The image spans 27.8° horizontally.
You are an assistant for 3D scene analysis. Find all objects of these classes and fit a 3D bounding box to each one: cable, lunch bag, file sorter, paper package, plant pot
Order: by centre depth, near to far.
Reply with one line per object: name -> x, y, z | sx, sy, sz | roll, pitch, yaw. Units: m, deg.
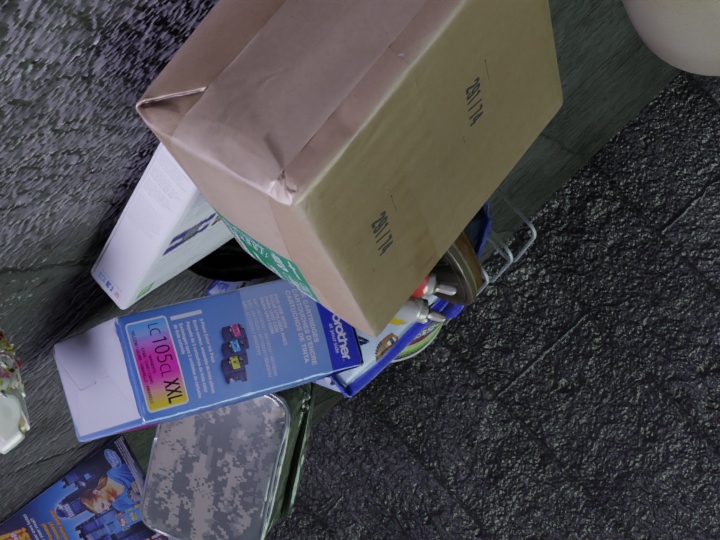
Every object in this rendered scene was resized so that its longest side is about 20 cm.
paper package -> 0.005, -0.088, 0.745 | 0.191, 0.103, 0.200 | -51, 159, -8
cable -> -0.026, 0.002, 1.070 | 0.200, 0.050, 0.097 | 7, 154, -15
lunch bag -> 0.000, 0.000, 1.224 | 0.200, 0.124, 0.170 | -44, -157, -18
plant pot -> 0.290, -0.279, 1.240 | 0.187, 0.187, 0.200 | -45, 158, 15
lunch bag -> -0.120, 0.163, 1.464 | 0.168, 0.139, 0.200 | -49, 153, -71
file sorter -> 0.115, -0.016, 1.911 | 0.200, 0.125, 0.139 | -41, 173, -20

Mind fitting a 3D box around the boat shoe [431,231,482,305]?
boat shoe -> 0.044, -0.057, 1.096 | 0.072, 0.200, 0.068 | 5, -127, 43

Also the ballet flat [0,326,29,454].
ballet flat -> -0.228, 0.079, 0.863 | 0.076, 0.064, 0.200 | -42, 173, -16

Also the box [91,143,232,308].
box -> -0.076, -0.070, 0.887 | 0.144, 0.036, 0.200 | -36, 171, -41

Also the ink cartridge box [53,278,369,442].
ink cartridge box -> -0.093, 0.055, 1.016 | 0.200, 0.076, 0.136 | -15, 177, -31

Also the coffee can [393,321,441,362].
coffee can -> 0.028, 0.011, 1.514 | 0.146, 0.146, 0.200 | -42, 173, -9

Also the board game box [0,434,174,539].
board game box -> -0.282, 0.292, 1.442 | 0.200, 0.200, 0.062 | -21, 161, -32
